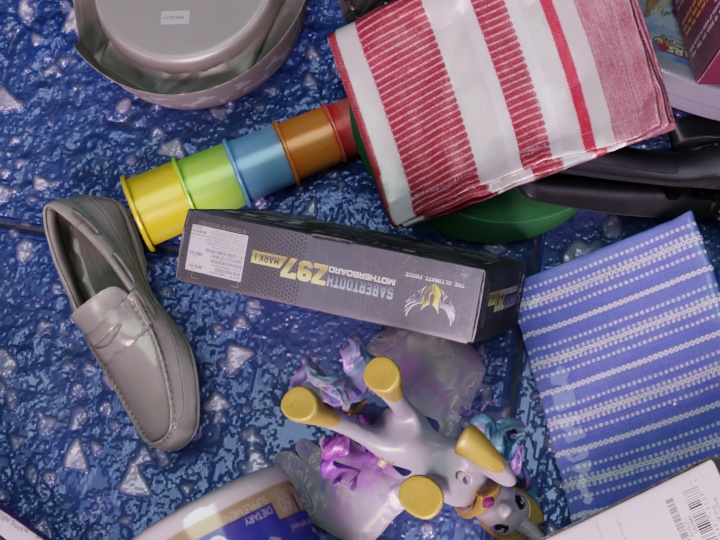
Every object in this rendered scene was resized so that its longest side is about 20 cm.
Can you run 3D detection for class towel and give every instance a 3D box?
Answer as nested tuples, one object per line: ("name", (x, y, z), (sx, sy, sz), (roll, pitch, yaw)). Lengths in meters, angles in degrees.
("towel", (0.183, 0.077, 0.910), (0.144, 0.024, 0.202), (-23, 70, 26))
("towel", (0.086, -0.124, 0.878), (0.198, 0.023, 0.145), (-20, 85, 19))

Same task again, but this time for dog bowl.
("dog bowl", (-0.130, -0.215, 1.053), (0.198, 0.059, 0.202), (-2, 72, 7))

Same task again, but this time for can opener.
("can opener", (0.197, -0.061, 0.934), (0.198, 0.064, 0.079), (-4, 39, -20))

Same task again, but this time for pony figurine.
("pony figurine", (0.031, 0.112, 0.878), (0.192, 0.200, 0.167), (33, 85, 31))

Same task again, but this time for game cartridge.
("game cartridge", (0.242, -0.172, 0.969), (0.198, 0.042, 0.134), (17, 56, -3))

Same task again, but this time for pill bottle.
("pill bottle", (-0.057, 0.238, 0.862), (0.119, 0.120, 0.201), (-28, 80, -2))

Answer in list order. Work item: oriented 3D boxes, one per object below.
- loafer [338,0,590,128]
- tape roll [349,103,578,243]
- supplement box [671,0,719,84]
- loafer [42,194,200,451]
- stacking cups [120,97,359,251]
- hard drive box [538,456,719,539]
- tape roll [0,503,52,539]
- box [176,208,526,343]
("loafer", (0.072, -0.152, 0.932), (0.199, 0.071, 0.073), (36, 104, 13))
("tape roll", (0.092, -0.122, 0.977), (0.198, 0.048, 0.203), (2, 73, -8))
("supplement box", (0.269, -0.231, 0.936), (0.109, 0.086, 0.202), (-1, 61, -14))
("loafer", (-0.172, 0.036, 0.964), (0.070, 0.069, 0.201), (-41, 64, 28))
("stacking cups", (-0.075, -0.082, 1.005), (0.199, 0.061, 0.061), (-25, 71, -5))
("hard drive box", (0.163, 0.222, 0.805), (0.199, 0.077, 0.157), (-31, 67, 24))
("tape roll", (-0.224, 0.198, 0.857), (0.199, 0.200, 0.066), (33, 78, 16))
("box", (0.000, 0.000, 0.906), (0.198, 0.158, 0.052), (12, 96, 15))
